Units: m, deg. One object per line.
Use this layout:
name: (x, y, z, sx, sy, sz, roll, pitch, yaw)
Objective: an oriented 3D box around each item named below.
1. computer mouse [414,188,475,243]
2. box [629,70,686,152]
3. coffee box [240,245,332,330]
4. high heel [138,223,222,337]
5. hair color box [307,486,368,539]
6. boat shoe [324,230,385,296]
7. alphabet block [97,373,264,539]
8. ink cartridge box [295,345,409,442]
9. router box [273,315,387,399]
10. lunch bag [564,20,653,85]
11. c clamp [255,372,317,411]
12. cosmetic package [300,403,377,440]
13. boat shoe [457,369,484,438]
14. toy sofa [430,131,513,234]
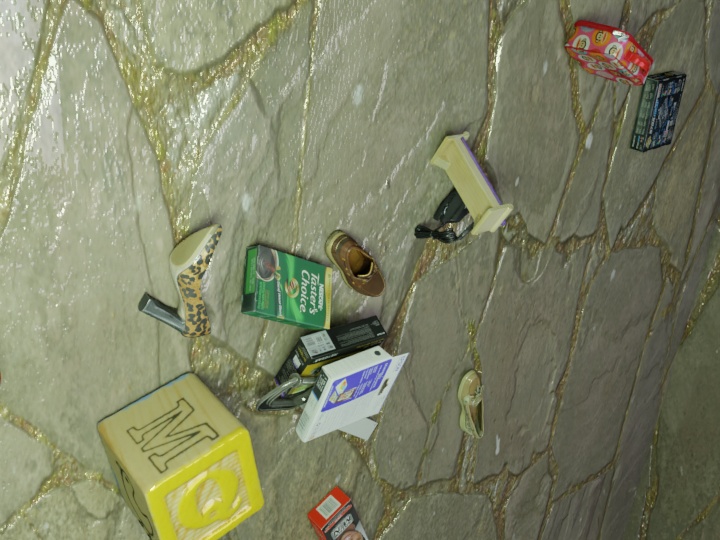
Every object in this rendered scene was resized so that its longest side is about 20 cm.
computer mouse: (0.212, -0.130, 1.614, 0.199, 0.139, 0.047, -37, 120, -23)
box: (0.830, -0.442, 2.106, 0.157, 0.046, 0.205, -19, 124, -36)
coffee box: (-0.131, 0.035, 1.397, 0.198, 0.043, 0.126, 20, 68, -47)
high heel: (-0.261, 0.020, 1.272, 0.201, 0.072, 0.142, -48, 132, 10)
hair color box: (-0.050, 0.623, 1.812, 0.101, 0.061, 0.203, -39, 134, -23)
boat shoe: (0.000, -0.001, 1.523, 0.072, 0.067, 0.200, -51, 137, -10)
alphabet block: (-0.305, 0.336, 1.299, 0.194, 0.198, 0.199, -29, 129, -29)
ink cartridge box: (-0.017, 0.238, 1.489, 0.197, 0.044, 0.201, -13, 140, -37)
router box: (-0.061, 0.175, 1.519, 0.197, 0.053, 0.158, -14, 150, -39)
lunch bag: (0.585, -0.496, 1.744, 0.198, 0.175, 0.084, 16, 101, -47)
c clamp: (-0.108, 0.224, 1.463, 0.170, 0.027, 0.198, -38, 158, 25)
cosmetic package: (-0.052, 0.305, 1.625, 0.199, 0.082, 0.051, 34, 88, -47)
boat shoe: (0.303, 0.355, 2.009, 0.072, 0.062, 0.204, -28, 128, -29)
toy sofa: (0.237, -0.182, 1.553, 0.096, 0.203, 0.083, -13, 154, -30)
